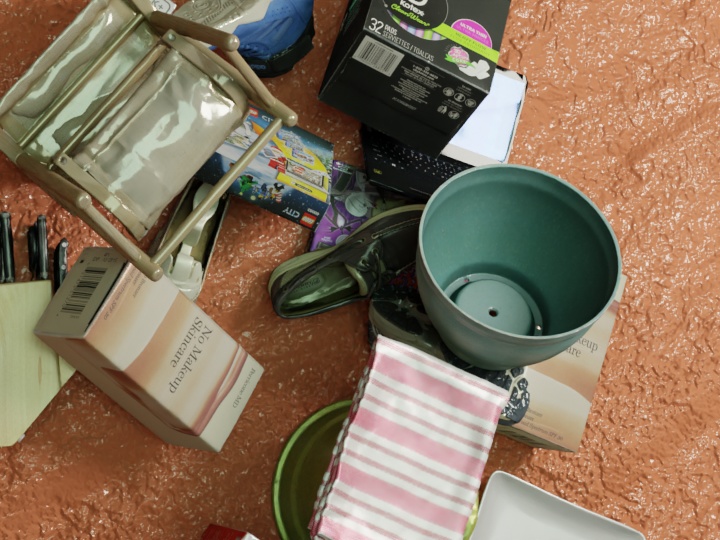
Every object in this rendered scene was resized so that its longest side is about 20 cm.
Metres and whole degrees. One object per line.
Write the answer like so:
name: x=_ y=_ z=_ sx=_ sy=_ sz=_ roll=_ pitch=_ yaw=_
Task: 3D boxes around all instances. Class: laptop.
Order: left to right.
laptop: x=0.098 y=-0.151 z=1.523 sx=0.176 sy=0.201 sz=0.104 roll=18 pitch=118 yaw=-14

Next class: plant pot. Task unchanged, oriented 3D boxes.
plant pot: x=0.028 y=0.225 z=1.418 sx=0.198 sy=0.184 sz=0.203 roll=2 pitch=82 yaw=-17
plant pot: x=0.142 y=0.015 z=1.409 sx=0.198 sy=0.135 sz=0.202 roll=6 pitch=55 yaw=-8

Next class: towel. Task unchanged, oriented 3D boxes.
towel: x=0.048 y=0.177 z=1.317 sx=0.145 sy=0.030 sz=0.202 roll=23 pitch=77 yaw=-14

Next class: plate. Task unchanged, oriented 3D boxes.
plate: x=0.189 y=0.342 z=1.533 sx=0.199 sy=0.032 sz=0.201 roll=25 pitch=78 yaw=-13

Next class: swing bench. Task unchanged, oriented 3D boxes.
swing bench: x=-0.203 y=-0.136 z=1.280 sx=0.199 sy=0.200 sz=0.130 roll=-48 pitch=140 yaw=-8

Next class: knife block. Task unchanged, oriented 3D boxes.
knife block: x=-0.347 y=0.047 z=1.387 sx=0.175 sy=0.064 sz=0.200 roll=41 pitch=75 yaw=-8

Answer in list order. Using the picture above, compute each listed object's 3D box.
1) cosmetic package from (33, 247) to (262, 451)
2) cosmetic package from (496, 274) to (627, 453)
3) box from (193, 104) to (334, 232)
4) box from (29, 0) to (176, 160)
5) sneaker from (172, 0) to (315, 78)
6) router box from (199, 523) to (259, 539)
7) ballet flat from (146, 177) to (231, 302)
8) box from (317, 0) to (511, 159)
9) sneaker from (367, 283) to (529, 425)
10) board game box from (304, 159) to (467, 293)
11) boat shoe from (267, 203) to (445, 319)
cosmetic package: x=-0.198 y=0.077 z=1.362 sx=0.200 sy=0.087 sz=0.104 roll=46 pitch=61 yaw=-38
cosmetic package: x=0.200 y=0.083 z=1.529 sx=0.103 sy=0.087 sz=0.202 roll=22 pitch=77 yaw=-25
box: x=-0.124 y=-0.125 z=1.442 sx=0.199 sy=0.137 sz=0.038 roll=25 pitch=118 yaw=-13
box: x=-0.268 y=-0.190 z=1.411 sx=0.060 sy=0.117 sz=0.201 roll=35 pitch=74 yaw=-10
sneaker: x=-0.116 y=-0.234 z=1.456 sx=0.200 sy=0.076 sz=0.112 roll=-42 pitch=138 yaw=-39
router box: x=-0.063 y=0.324 z=1.381 sx=0.199 sy=0.179 sz=0.049 roll=37 pitch=74 yaw=-9
ballet flat: x=-0.178 y=-0.026 z=1.445 sx=0.068 sy=0.067 sz=0.202 roll=19 pitch=79 yaw=-15
box: x=0.062 y=-0.250 z=1.480 sx=0.148 sy=0.124 sz=0.201 roll=26 pitch=52 yaw=-12
sneaker: x=0.089 y=0.098 z=1.480 sx=0.200 sy=0.087 sz=0.077 roll=38 pitch=49 yaw=20
board game box: x=0.045 y=-0.032 z=1.536 sx=0.198 sy=0.032 sz=0.121 roll=17 pitch=83 yaw=-15
boat shoe: x=-0.001 y=-0.001 z=1.459 sx=0.199 sy=0.066 sz=0.072 roll=-23 pitch=122 yaw=8
